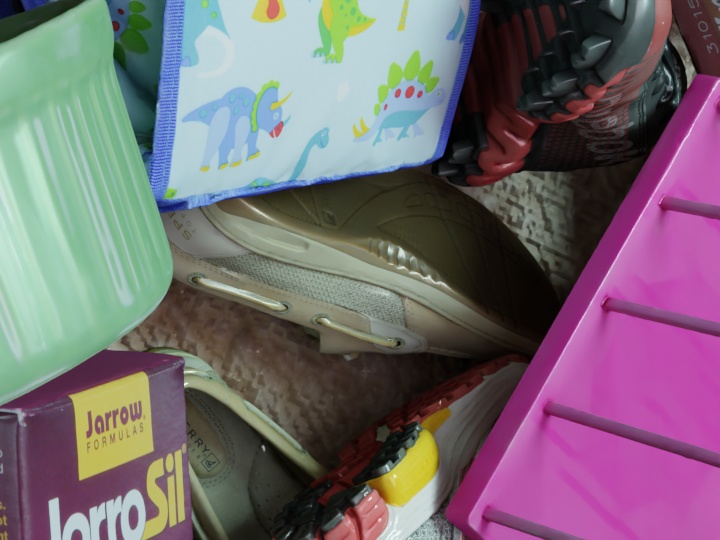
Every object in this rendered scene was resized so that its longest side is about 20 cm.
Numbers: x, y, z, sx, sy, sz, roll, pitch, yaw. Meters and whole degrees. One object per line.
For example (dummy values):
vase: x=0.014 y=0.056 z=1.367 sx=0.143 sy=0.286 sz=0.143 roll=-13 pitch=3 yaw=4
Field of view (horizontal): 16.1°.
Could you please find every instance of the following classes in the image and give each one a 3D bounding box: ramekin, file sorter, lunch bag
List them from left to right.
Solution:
ramekin: x=-0.156 y=-0.006 z=0.804 sx=0.199 sy=0.200 sz=0.098 roll=-26 pitch=101 yaw=-20
lunch bag: x=-0.042 y=-0.128 z=0.921 sx=0.169 sy=0.127 sz=0.202 roll=-12 pitch=92 yaw=-47
file sorter: x=0.158 y=0.054 z=0.946 sx=0.139 sy=0.125 sz=0.201 roll=44 pitch=70 yaw=-39

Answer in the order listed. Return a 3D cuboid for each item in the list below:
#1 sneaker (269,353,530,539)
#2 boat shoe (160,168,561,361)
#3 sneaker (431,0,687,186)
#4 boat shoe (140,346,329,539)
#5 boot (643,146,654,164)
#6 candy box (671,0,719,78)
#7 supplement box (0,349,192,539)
sneaker: x=0.031 y=0.096 z=1.000 sx=0.082 sy=0.078 sz=0.200 roll=58 pitch=29 yaw=-5
boat shoe: x=0.000 y=0.000 z=1.032 sx=0.199 sy=0.065 sz=0.072 roll=20 pitch=41 yaw=-38
sneaker: x=0.090 y=-0.085 z=0.986 sx=0.097 sy=0.200 sz=0.071 roll=-6 pitch=79 yaw=-15
boat shoe: x=-0.025 y=0.113 z=1.026 sx=0.073 sy=0.063 sz=0.201 roll=-42 pitch=109 yaw=-15
boot: x=0.136 y=0.025 z=1.063 sx=0.187 sy=0.068 sz=0.202 roll=-7 pitch=99 yaw=-42
candy box: x=0.181 y=-0.160 z=1.049 sx=0.200 sy=0.056 sz=0.117 roll=-42 pitch=112 yaw=-49
supplement box: x=-0.129 y=0.137 z=0.931 sx=0.131 sy=0.103 sz=0.202 roll=-18 pitch=106 yaw=-66
